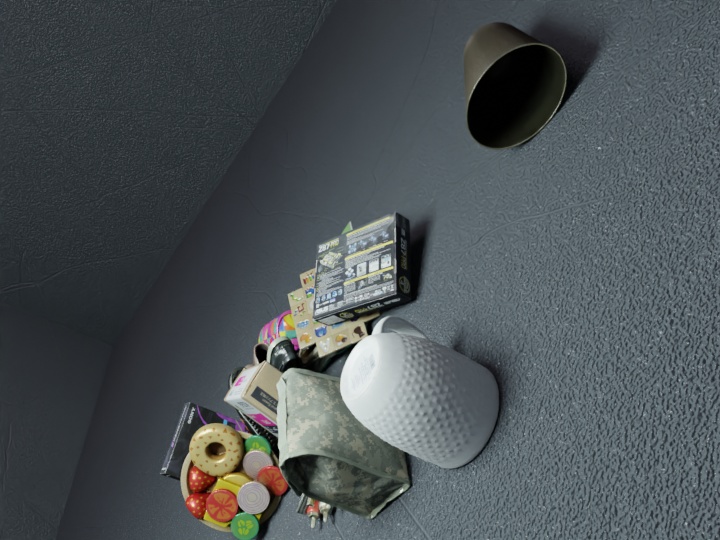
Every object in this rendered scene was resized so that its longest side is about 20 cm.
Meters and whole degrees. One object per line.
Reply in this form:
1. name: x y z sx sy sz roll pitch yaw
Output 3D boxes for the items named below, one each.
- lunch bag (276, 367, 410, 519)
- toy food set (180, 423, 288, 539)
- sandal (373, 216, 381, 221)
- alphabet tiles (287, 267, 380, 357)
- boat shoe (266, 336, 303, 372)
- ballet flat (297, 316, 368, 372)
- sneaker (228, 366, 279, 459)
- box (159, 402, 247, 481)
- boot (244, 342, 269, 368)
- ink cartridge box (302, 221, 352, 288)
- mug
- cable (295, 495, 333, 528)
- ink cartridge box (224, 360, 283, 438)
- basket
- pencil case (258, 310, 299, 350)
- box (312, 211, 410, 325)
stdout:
1. lunch bag: -0.041 0.246 1.007 0.118 0.199 0.164 -48 28 28
2. toy food set: -0.236 0.391 1.275 0.049 0.197 0.201 -66 -3 -86
3. sandal: 0.048 -0.013 1.290 0.082 0.054 0.201 -42 45 24
4. alphabet tiles: -0.054 0.065 1.319 0.166 0.006 0.201 -24 52 8
5. boat shoe: -0.141 0.224 1.342 0.066 0.074 0.200 37 131 40
6. ballet flat: -0.067 0.140 1.334 0.200 0.068 0.068 -47 27 31
7. sneaker: -0.208 0.287 1.343 0.070 0.201 0.090 -29 -3 -37
8. box: -0.278 0.363 1.364 0.036 0.199 0.144 -30 40 53
9. boot: -0.211 0.216 1.471 0.200 0.070 0.147 47 144 48
10. ink cartridge box: -0.051 0.014 1.460 0.200 0.048 0.146 -52 26 21
11. mug: 0.068 0.144 0.923 0.148 0.175 0.201 -47 28 30
12. cable: -0.060 0.339 1.170 0.097 0.050 0.200 -54 12 36
13. ink cartridge box: -0.143 0.242 1.215 0.075 0.164 0.200 -57 10 -21
14. basket: 0.237 -0.322 1.132 0.181 0.136 0.200 -54 21 32
15. pencil case: -0.160 0.140 1.457 0.200 0.088 0.089 140 150 -67
16. box: 0.000 0.000 1.254 0.199 0.049 0.162 -21 58 37
